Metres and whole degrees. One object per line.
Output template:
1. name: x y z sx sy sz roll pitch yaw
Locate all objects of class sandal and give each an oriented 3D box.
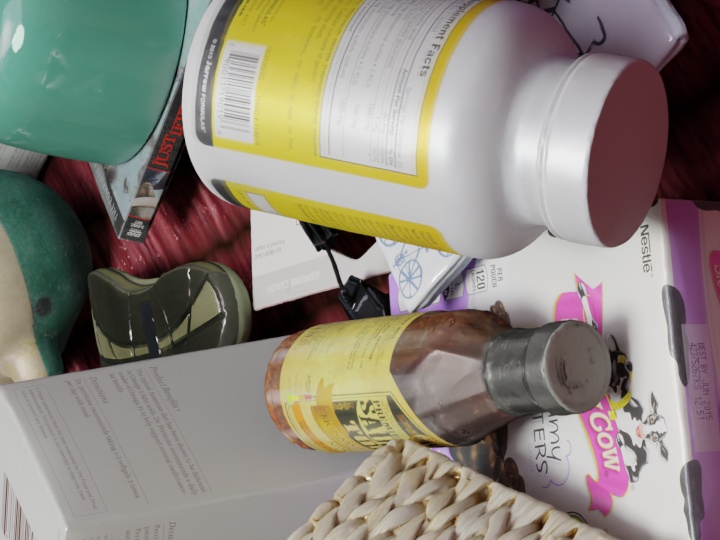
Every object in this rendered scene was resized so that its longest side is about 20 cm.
1. sandal: -0.105 0.034 1.442 0.200 0.057 0.081 -4 95 59

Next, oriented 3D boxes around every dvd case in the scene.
1. dvd case: -0.119 -0.138 1.473 0.201 0.022 0.146 -67 30 28

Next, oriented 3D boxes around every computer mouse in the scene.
1. computer mouse: 0.000 0.000 1.243 0.034 0.201 0.059 -32 37 -3

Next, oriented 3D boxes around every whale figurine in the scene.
1. whale figurine: -0.220 0.028 1.581 0.159 0.103 0.201 39 143 45

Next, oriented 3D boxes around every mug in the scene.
1. mug: -0.180 -0.162 1.451 0.152 0.114 0.187 -2 80 63

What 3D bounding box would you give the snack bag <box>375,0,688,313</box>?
1. snack bag: 0.058 -0.109 1.185 0.200 0.021 0.189 -44 48 28

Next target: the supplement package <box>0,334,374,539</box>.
1. supplement package: -0.078 0.120 1.265 0.117 0.198 0.118 -125 35 -47

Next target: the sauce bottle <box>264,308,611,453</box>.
1. sauce bottle: 0.033 0.050 1.143 0.199 0.066 0.067 -10 81 55

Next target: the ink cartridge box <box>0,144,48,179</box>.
1. ink cartridge box: -0.281 -0.100 1.559 0.161 0.199 0.047 -57 47 33

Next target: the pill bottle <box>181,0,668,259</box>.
1. pill bottle: 0.029 -0.067 1.090 0.199 0.112 0.113 13 99 29

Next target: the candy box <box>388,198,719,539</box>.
1. candy box: 0.105 0.066 1.160 0.199 0.071 0.169 -16 75 51

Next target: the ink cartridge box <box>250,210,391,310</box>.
1. ink cartridge box: 0.010 -0.080 1.310 0.199 0.044 0.178 -15 75 51

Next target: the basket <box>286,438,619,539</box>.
1. basket: 0.025 0.216 1.085 0.160 0.198 0.201 26 139 32
